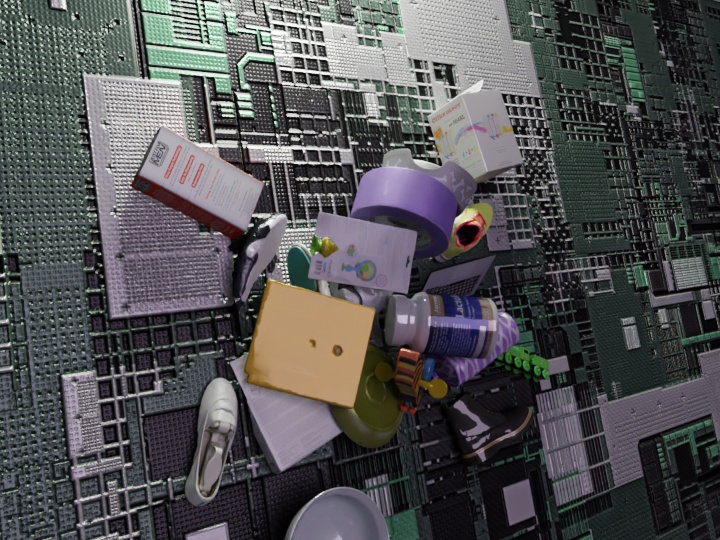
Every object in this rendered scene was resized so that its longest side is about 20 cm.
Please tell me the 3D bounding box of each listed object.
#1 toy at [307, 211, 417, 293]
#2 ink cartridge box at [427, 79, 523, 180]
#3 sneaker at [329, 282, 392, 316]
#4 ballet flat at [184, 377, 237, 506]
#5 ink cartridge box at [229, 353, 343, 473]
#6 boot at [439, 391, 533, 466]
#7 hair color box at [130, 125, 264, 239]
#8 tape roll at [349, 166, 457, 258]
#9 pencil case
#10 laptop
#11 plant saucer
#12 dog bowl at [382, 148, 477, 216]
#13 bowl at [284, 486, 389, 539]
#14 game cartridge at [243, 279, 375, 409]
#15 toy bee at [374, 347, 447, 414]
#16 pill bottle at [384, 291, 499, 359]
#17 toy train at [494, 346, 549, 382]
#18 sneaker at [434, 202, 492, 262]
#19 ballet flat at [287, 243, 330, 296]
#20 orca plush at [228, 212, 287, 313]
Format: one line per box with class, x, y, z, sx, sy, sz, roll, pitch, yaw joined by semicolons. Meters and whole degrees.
toy;0.000;-0.031;1.184;0.197;0.047;0.117;9;91;-26
ink cartridge box;0.249;-0.303;1.450;0.124;0.128;0.203;-18;88;-34
sneaker;0.000;0.000;1.255;0.113;0.075;0.204;-4;86;-34
ballet flat;-0.230;0.273;1.047;0.069;0.069;0.203;20;69;-27
ink cartridge box;-0.126;0.223;1.144;0.160;0.050;0.202;-25;84;-34
boot;0.267;0.294;1.361;0.198;0.077;0.140;-26;89;-35
hair color box;-0.275;-0.147;1.116;0.198;0.061;0.103;29;65;-25
tape roll;0.082;-0.107;1.254;0.198;0.199;0.086;26;67;-25
pencil case;0.237;0.158;1.334;0.198;0.085;0.085;-28;99;-28
laptop;0.207;0.089;1.345;0.185;0.202;0.116;-14;53;-34
plant saucer;0.020;0.222;1.207;0.198;0.031;0.203;24;55;-39
dog bowl;0.130;-0.167;1.305;0.198;0.199;0.060;25;77;-25
bowl;-0.055;0.468;1.100;0.198;0.090;0.205;8;75;-32
game cartridge;-0.086;0.126;1.119;0.197;0.032;0.179;16;79;-10
toy bee;0.102;0.209;1.200;0.199;0.129;0.110;27;76;-51
pill bottle;0.150;0.102;1.228;0.196;0.116;0.118;5;75;-10
toy train;0.348;0.196;1.445;0.198;0.041;0.057;25;57;-32
sneaker;0.240;-0.088;1.418;0.200;0.090;0.079;-43;101;-33
ballet flat;-0.077;0.047;1.193;0.069;0.069;0.203;-18;85;-34
orca plush;-0.199;-0.022;1.153;0.105;0.070;0.203;53;53;-67
